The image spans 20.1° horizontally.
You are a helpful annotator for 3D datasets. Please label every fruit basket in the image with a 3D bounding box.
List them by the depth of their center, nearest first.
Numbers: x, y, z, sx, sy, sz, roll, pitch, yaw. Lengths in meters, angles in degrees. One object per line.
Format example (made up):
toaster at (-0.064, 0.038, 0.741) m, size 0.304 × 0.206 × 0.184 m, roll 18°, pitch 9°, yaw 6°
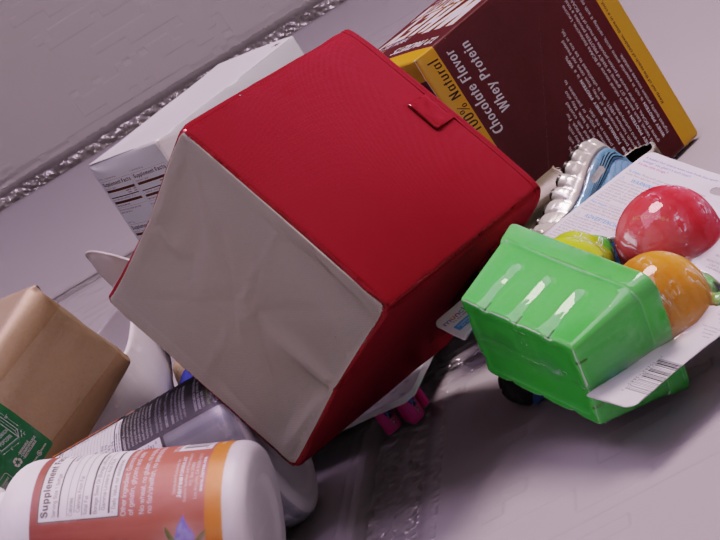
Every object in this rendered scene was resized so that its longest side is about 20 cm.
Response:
fruit basket at (0.172, 0.006, 1.235) m, size 0.200 × 0.094 × 0.185 m, roll -32°, pitch 32°, yaw -26°

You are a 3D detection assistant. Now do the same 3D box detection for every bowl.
bowl at (-0.219, 0.135, 1.651) m, size 0.200 × 0.075 × 0.200 m, roll -50°, pitch 13°, yaw 7°

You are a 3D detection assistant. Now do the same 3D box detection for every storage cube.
storage cube at (-0.023, -0.016, 1.318) m, size 0.180 × 0.200 × 0.171 m, roll -36°, pitch -17°, yaw -44°

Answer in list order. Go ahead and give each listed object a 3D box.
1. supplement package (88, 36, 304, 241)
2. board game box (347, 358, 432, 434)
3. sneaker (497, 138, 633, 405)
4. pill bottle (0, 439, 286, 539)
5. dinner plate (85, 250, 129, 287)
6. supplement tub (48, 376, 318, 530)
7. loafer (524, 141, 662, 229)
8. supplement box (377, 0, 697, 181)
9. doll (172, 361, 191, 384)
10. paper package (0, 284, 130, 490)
supplement package at (-0.111, -0.080, 1.948) m, size 0.191 × 0.200 × 0.147 m, roll -41°, pitch 16°, yaw -30°
board game box at (-0.016, 0.091, 1.525) m, size 0.200 × 0.026 × 0.200 m, roll -26°, pitch 15°, yaw 25°
sneaker at (0.150, 0.003, 1.334) m, size 0.078 × 0.090 × 0.200 m, roll 83°, pitch -148°, yaw -60°
pill bottle at (-0.154, 0.169, 1.265) m, size 0.200 × 0.112 × 0.112 m, roll -7°, pitch 20°, yaw 11°
dinner plate at (-0.141, 0.033, 1.702) m, size 0.200 × 0.200 × 0.024 m, roll 0°, pitch 64°, yaw 66°
supplement tub at (-0.140, 0.156, 1.380) m, size 0.200 × 0.123 × 0.123 m, roll -30°, pitch 14°, yaw 14°
loafer at (0.135, -0.041, 1.450) m, size 0.200 × 0.070 × 0.075 m, roll -19°, pitch 17°, yaw -9°
supplement box at (0.117, -0.122, 1.593) m, size 0.200 × 0.197 × 0.133 m, roll -43°, pitch 17°, yaw -31°
doll at (-0.089, 0.085, 1.548) m, size 0.136 × 0.049 × 0.200 m, roll -29°, pitch 14°, yaw -8°
paper package at (-0.283, 0.126, 1.521) m, size 0.200 × 0.103 × 0.191 m, roll -60°, pitch 17°, yaw -22°
